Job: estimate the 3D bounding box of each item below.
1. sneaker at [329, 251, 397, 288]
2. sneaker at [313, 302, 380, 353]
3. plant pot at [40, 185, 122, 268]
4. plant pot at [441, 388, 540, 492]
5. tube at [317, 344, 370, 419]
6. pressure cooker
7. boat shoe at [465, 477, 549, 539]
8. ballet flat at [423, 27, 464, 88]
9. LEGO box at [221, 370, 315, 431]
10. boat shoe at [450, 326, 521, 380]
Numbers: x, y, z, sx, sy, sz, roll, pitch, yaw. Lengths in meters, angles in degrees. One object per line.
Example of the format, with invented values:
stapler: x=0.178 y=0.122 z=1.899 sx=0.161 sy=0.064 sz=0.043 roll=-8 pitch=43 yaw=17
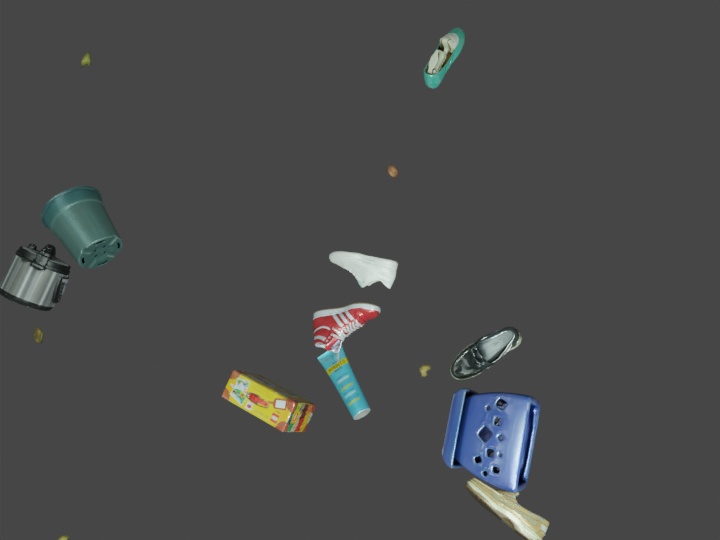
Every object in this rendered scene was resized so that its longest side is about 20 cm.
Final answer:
sneaker: x=0.000 y=0.000 z=1.564 sx=0.196 sy=0.075 sz=0.090 roll=11 pitch=91 yaw=20
sneaker: x=-0.038 y=0.154 z=1.522 sx=0.197 sy=0.071 sz=0.114 roll=-12 pitch=58 yaw=23
plant pot: x=-0.877 y=-0.128 z=1.836 sx=0.200 sy=0.200 sz=0.197 roll=-41 pitch=74 yaw=4
plant pot: x=0.294 y=0.370 z=1.297 sx=0.177 sy=0.200 sz=0.204 roll=8 pitch=79 yaw=26
tube: x=-0.040 y=0.292 z=1.513 sx=0.077 sy=0.051 sz=0.202 roll=-31 pitch=61 yaw=-2
pressure cooker: x=-1.042 y=0.010 z=1.854 sx=0.174 sy=0.178 sz=0.203 roll=20 pitch=83 yaw=25
boat shoe: x=0.336 y=0.533 z=1.312 sx=0.199 sy=0.072 sz=0.076 roll=36 pitch=74 yaw=16
ballet flat: x=0.241 y=-0.621 z=1.643 sx=0.067 sy=0.070 sz=0.202 roll=26 pitch=85 yaw=23
LEGO box: x=-0.236 y=0.343 z=1.506 sx=0.197 sy=0.149 sz=0.078 roll=22 pitch=83 yaw=23
boat shoe: x=0.303 y=0.201 z=1.404 sx=0.197 sy=0.066 sz=0.075 roll=-29 pitch=69 yaw=10
